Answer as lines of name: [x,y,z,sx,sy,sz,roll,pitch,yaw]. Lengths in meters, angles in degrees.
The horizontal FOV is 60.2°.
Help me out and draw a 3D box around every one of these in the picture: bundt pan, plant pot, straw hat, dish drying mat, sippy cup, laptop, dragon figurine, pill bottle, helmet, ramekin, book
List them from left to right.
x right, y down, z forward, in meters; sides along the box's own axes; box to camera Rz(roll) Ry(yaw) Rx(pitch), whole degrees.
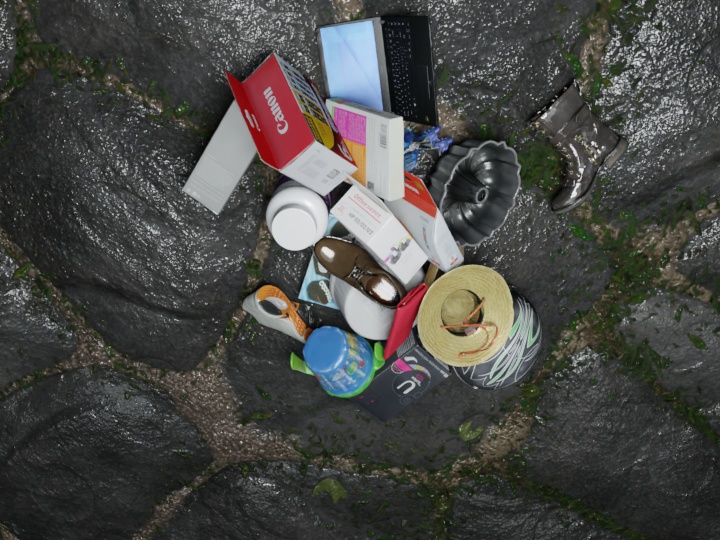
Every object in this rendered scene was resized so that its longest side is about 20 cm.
pill bottle: [-0.110,-0.115,1.131,0.111,0.201,0.114,0,118,1]
sippy cup: [-0.049,0.176,1.262,0.177,0.140,0.130,-40,149,1]
book: [0.002,-0.213,1.067,0.048,0.199,0.135,-17,121,-28]
laptop: [0.028,-0.335,1.069,0.102,0.199,0.180,-25,122,-27]
ramekin: [0.044,0.041,1.241,0.197,0.098,0.203,-8,124,-12]
dragon figurine: [0.071,-0.212,1.135,0.198,0.100,0.059,-27,114,14]
dish drying mat: [0.079,0.097,1.154,0.018,0.077,0.201,39,152,16]
plant pot: [0.157,0.033,1.222,0.027,0.200,0.203,17,120,22]
straw hat: [0.181,0.072,1.151,0.198,0.085,0.204,-5,110,-14]
bundt pan: [0.200,-0.150,1.144,0.200,0.076,0.204,-18,125,-28]
helmet: [0.271,0.136,1.258,0.197,0.191,0.203,-1,118,-2]

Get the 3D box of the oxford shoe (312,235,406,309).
oxford shoe: [0.000,0.000,1.112,0.198,0.084,0.073,31,94,1]

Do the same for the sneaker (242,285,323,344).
sneaker: [-0.164,0.100,1.328,0.091,0.076,0.200,-14,135,44]

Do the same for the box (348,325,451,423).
box: [0.078,0.215,1.346,0.199,0.107,0.122,-40,119,20]

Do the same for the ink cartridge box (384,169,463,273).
ink cartridge box: [0.088,-0.100,1.097,0.050,0.162,0.200,-43,130,-5]

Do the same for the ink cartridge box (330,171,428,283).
ink cartridge box: [0.026,-0.071,1.072,0.068,0.115,0.200,-47,141,-1]

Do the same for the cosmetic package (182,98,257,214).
cosmetic package: [-0.234,-0.218,1.134,0.090,0.107,0.200,35,115,-14]

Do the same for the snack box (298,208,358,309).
snack box: [-0.045,-0.018,1.272,0.115,0.037,0.202,16,116,-9]

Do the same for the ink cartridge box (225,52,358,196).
ink cartridge box: [-0.114,-0.247,1.026,0.083,0.202,0.175,-35,154,20]

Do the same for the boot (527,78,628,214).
boot: [0.375,-0.226,1.149,0.173,0.069,0.201,35,105,-13]
